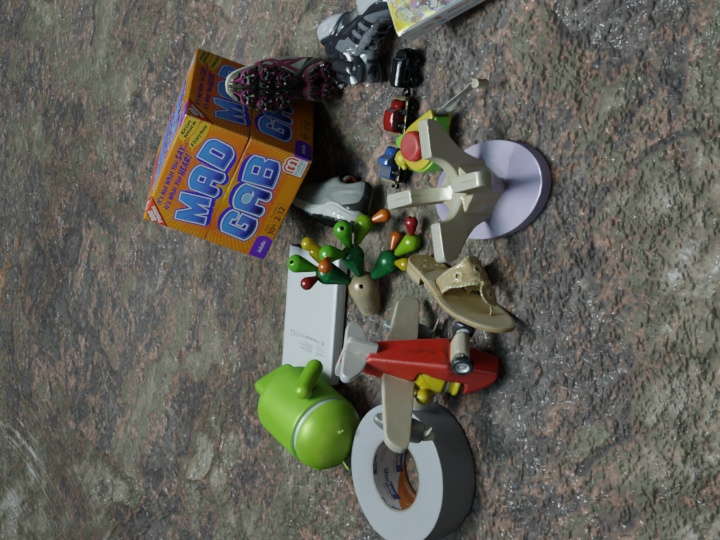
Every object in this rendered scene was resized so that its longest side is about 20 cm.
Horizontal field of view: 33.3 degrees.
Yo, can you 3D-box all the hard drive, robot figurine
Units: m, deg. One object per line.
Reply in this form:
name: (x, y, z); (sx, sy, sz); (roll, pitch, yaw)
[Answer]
hard drive: (-0.074, 0.068, 1.917); (0.131, 0.027, 0.202); (17, 106, 49)
robot figurine: (-0.078, 0.223, 1.833); (0.200, 0.115, 0.176); (35, 144, 44)

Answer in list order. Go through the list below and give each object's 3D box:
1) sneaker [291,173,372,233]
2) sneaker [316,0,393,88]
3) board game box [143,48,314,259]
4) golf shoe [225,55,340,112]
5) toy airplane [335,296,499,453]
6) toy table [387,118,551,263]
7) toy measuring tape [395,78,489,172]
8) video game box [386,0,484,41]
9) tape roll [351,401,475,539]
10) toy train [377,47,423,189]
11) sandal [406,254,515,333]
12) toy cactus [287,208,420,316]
sneaker: (-0.045, -0.110, 1.845); (0.200, 0.074, 0.080); (16, 81, 52)
sneaker: (0.020, -0.332, 1.739); (0.199, 0.075, 0.115); (-19, 85, 50)
board game box: (-0.200, -0.179, 1.860); (0.201, 0.199, 0.201); (-92, 26, -52)
golf shoe: (-0.127, -0.284, 1.818); (0.092, 0.199, 0.073); (26, 118, 45)
toy airplane: (0.062, 0.140, 1.633); (0.199, 0.199, 0.142); (38, 151, 34)
toy table: (0.136, -0.106, 1.575); (0.200, 0.116, 0.185); (-29, 70, 49)
toy measuring tape: (0.112, -0.184, 1.635); (0.200, 0.073, 0.074); (-35, 67, 47)
video game box: (0.104, -0.435, 1.601); (0.181, 0.047, 0.201); (-23, 74, 27)
tape roll: (0.073, 0.287, 1.724); (0.200, 0.066, 0.202); (7, 99, 51)
toy train: (0.055, -0.216, 1.720); (0.034, 0.046, 0.202); (20, 109, 48)
sandal: (0.133, 0.008, 1.618); (0.211, 0.077, 0.070); (38, 127, 48)
toy cactus: (0.000, 0.000, 1.750); (0.103, 0.199, 0.166); (-107, -1, -53)
